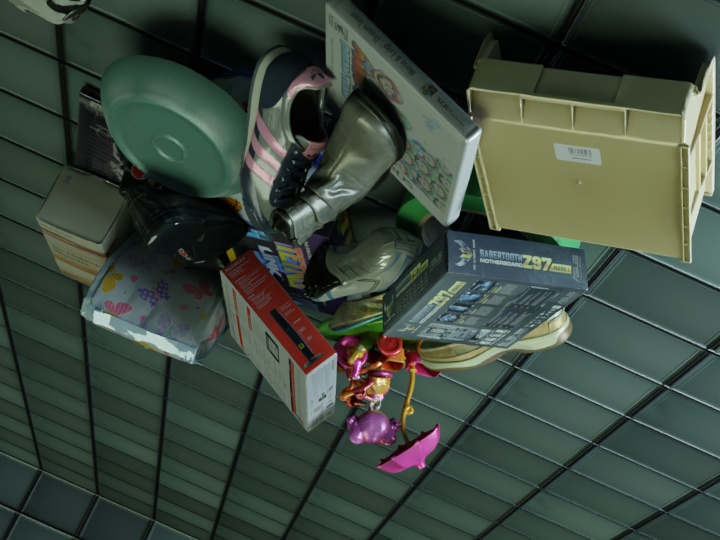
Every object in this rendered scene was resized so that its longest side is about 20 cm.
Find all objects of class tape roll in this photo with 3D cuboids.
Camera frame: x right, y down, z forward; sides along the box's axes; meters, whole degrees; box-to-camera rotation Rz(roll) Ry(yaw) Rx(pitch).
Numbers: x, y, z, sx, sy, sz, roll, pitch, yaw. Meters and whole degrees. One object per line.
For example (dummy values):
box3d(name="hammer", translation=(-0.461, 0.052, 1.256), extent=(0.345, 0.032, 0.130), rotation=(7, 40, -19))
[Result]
box3d(name="tape roll", translation=(0.139, -0.041, 1.281), extent=(0.199, 0.048, 0.201), rotation=(19, 153, 10))

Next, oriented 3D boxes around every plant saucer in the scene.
box3d(name="plant saucer", translation=(-0.194, -0.139, 1.235), extent=(0.198, 0.036, 0.201), rotation=(20, 148, 13))

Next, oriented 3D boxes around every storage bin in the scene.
box3d(name="storage bin", translation=(0.207, -0.113, 1.051), extent=(0.198, 0.094, 0.199), rotation=(12, 150, 23))

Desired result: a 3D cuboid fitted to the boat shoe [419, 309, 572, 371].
box3d(name="boat shoe", translation=(0.154, 0.065, 1.427), extent=(0.198, 0.072, 0.077), rotation=(-18, 118, 24))

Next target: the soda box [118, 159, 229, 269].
box3d(name="soda box", translation=(-0.222, -0.075, 1.452), extent=(0.063, 0.071, 0.200), rotation=(0, 152, 19))

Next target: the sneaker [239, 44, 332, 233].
box3d(name="sneaker", translation=(-0.071, -0.117, 1.176), extent=(0.082, 0.070, 0.202), rotation=(30, 129, 35))

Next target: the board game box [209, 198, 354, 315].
box3d(name="board game box", translation=(-0.089, -0.026, 1.480), extent=(0.164, 0.057, 0.201), rotation=(16, 152, 18))

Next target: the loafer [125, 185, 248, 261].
box3d(name="loafer", translation=(-0.192, -0.060, 1.330), extent=(0.073, 0.073, 0.200), rotation=(53, -168, 16))

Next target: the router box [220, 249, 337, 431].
box3d(name="router box", translation=(-0.103, 0.094, 1.501), extent=(0.180, 0.049, 0.200), rotation=(49, 161, 19))

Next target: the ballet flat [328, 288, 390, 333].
box3d(name="ballet flat", translation=(0.037, 0.025, 1.441), extent=(0.199, 0.071, 0.071), rotation=(-17, 134, 35))

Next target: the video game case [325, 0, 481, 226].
box3d(name="video game case", translation=(0.034, -0.144, 1.099), extent=(0.182, 0.024, 0.200), rotation=(46, 165, 13))

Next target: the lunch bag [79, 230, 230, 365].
box3d(name="lunch bag", translation=(-0.261, 0.043, 1.561), extent=(0.168, 0.200, 0.128), rotation=(20, 118, 4))

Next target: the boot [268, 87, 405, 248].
box3d(name="boot", translation=(-0.028, -0.085, 1.126), extent=(0.068, 0.130, 0.200), rotation=(46, 166, 10))

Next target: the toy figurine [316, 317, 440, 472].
box3d(name="toy figurine", translation=(0.035, 0.167, 1.523), extent=(0.198, 0.186, 0.150), rotation=(9, 156, -13))

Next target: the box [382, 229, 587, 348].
box3d(name="box", translation=(0.126, 0.025, 1.247), extent=(0.156, 0.052, 0.200), rotation=(6, 156, -16))

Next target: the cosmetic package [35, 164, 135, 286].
box3d(name="cosmetic package", translation=(-0.364, -0.049, 1.601), extent=(0.103, 0.088, 0.200), rotation=(22, 158, 6))

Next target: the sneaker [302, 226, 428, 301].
box3d(name="sneaker", translation=(0.000, 0.000, 1.336), extent=(0.072, 0.073, 0.199), rotation=(21, 158, -31))

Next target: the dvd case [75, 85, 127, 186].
box3d(name="dvd case", translation=(-0.285, -0.144, 1.469), extent=(0.148, 0.016, 0.200), rotation=(25, 152, -4))

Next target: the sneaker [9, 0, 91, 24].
box3d(name="sneaker", translation=(-0.289, -0.287, 1.163), extent=(0.199, 0.074, 0.089), rotation=(14, 153, 39))

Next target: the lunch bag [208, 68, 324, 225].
box3d(name="lunch bag", translation=(-0.109, -0.129, 1.296), extent=(0.159, 0.076, 0.200), rotation=(-11, 136, 45))
